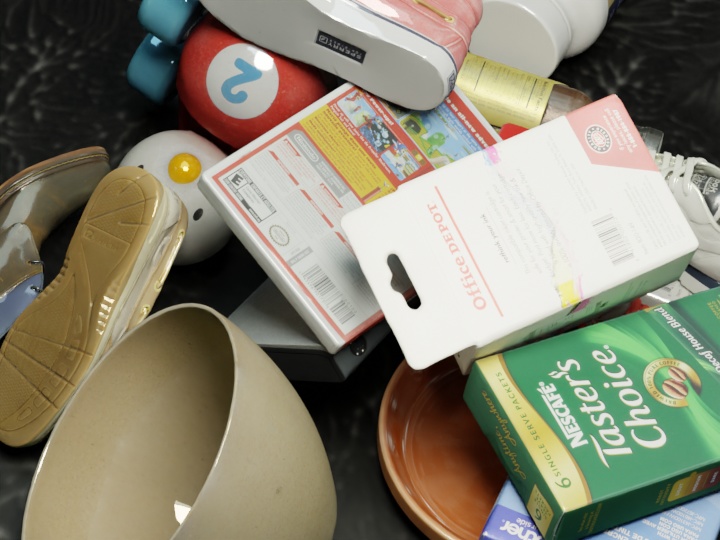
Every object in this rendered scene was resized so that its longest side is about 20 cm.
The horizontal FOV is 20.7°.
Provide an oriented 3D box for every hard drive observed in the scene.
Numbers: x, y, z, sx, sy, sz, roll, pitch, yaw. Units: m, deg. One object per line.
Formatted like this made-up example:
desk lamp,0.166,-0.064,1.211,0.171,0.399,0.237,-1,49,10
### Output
hard drive,0.000,0.000,1.352,0.139,0.033,0.200,-1,36,49

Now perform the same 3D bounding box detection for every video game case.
video game case,0.011,-0.052,1.293,0.200,0.017,0.143,-35,81,-30

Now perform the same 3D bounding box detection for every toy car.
toy car,-0.111,-0.076,1.376,0.184,0.177,0.200,35,66,3

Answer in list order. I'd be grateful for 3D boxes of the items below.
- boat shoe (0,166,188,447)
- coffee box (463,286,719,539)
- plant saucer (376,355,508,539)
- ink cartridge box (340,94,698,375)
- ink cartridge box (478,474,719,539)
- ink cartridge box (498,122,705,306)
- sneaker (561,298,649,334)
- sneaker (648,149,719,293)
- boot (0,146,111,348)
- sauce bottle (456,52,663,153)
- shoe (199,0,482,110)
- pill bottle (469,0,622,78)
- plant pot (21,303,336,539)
boat shoe,-0.172,0.031,1.296,0.074,0.069,0.200,33,93,31
coffee box,0.178,0.087,1.228,0.199,0.044,0.123,-14,55,-21
plant saucer,0.109,0.121,1.333,0.199,0.032,0.201,5,51,-6
ink cartridge box,0.096,-0.015,1.241,0.199,0.068,0.117,-23,74,-12
ink cartridge box,0.154,0.161,1.243,0.136,0.076,0.200,23,53,8
ink cartridge box,0.175,-0.019,1.432,0.199,0.067,0.116,22,51,7
sneaker,0.172,0.038,1.320,0.201,0.108,0.067,19,51,5
sneaker,0.208,-0.054,1.371,0.200,0.081,0.076,27,54,14
boot,-0.232,-0.001,1.352,0.200,0.075,0.097,-36,75,-21
sauce bottle,0.131,-0.117,1.508,0.199,0.065,0.065,20,51,4
shoe,-0.016,-0.188,1.313,0.200,0.072,0.091,27,52,0
pill bottle,0.161,-0.240,1.578,0.111,0.111,0.200,26,52,11
plant pot,-0.093,0.139,1.202,0.134,0.200,0.201,32,42,-32
